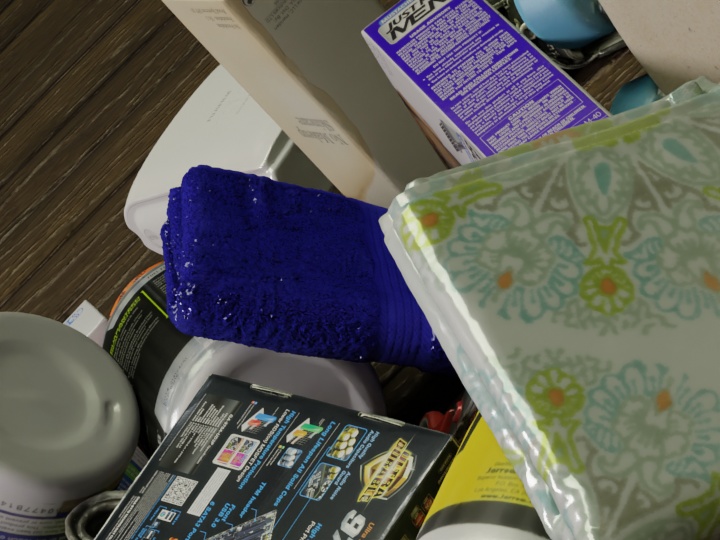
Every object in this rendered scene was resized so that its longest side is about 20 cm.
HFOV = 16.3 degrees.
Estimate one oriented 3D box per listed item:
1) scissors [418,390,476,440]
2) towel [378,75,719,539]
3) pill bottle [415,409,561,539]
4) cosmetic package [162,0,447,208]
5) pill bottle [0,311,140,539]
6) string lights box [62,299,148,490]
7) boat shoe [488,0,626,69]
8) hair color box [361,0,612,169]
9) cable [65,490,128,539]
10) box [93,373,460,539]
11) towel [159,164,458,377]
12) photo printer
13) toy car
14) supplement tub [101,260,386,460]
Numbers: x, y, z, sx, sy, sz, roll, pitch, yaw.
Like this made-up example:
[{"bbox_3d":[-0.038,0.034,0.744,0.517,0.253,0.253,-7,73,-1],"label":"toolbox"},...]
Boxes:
[{"bbox_3d":[0.044,0.078,1.153,0.200,0.014,0.074,122,164,-66],"label":"scissors"},{"bbox_3d":[0.121,0.022,0.997,0.170,0.048,0.201,-20,58,-17],"label":"towel"},{"bbox_3d":[0.102,0.077,1.052,0.114,0.114,0.201,-19,32,45],"label":"pill bottle"},{"bbox_3d":[-0.013,-0.114,1.468,0.073,0.200,0.103,-48,22,-13],"label":"cosmetic package"},{"bbox_3d":[-0.201,0.130,1.338,0.120,0.119,0.201,-74,9,-51],"label":"pill bottle"},{"bbox_3d":[-0.191,0.127,1.472,0.200,0.103,0.059,-46,21,-6],"label":"string lights box"},{"bbox_3d":[0.118,-0.154,1.485,0.199,0.071,0.064,-20,31,42],"label":"boat shoe"},{"bbox_3d":[0.084,-0.061,1.262,0.065,0.110,0.200,-36,37,-1],"label":"hair color box"},{"bbox_3d":[-0.057,0.135,1.201,0.199,0.051,0.097,27,62,34],"label":"cable"},{"bbox_3d":[-0.057,0.147,1.128,0.158,0.046,0.201,10,57,42],"label":"box"},{"bbox_3d":[0.000,0.000,1.273,0.148,0.198,0.050,-107,27,-65],"label":"towel"},{"bbox_3d":[-0.067,-0.089,1.684,0.199,0.069,0.167,-12,39,52],"label":"photo printer"},{"bbox_3d":[0.212,-0.164,1.240,0.184,0.177,0.200,-24,17,46],"label":"toy car"},{"bbox_3d":[-0.071,0.061,1.360,0.123,0.123,0.200,-45,23,-3],"label":"supplement tub"}]
